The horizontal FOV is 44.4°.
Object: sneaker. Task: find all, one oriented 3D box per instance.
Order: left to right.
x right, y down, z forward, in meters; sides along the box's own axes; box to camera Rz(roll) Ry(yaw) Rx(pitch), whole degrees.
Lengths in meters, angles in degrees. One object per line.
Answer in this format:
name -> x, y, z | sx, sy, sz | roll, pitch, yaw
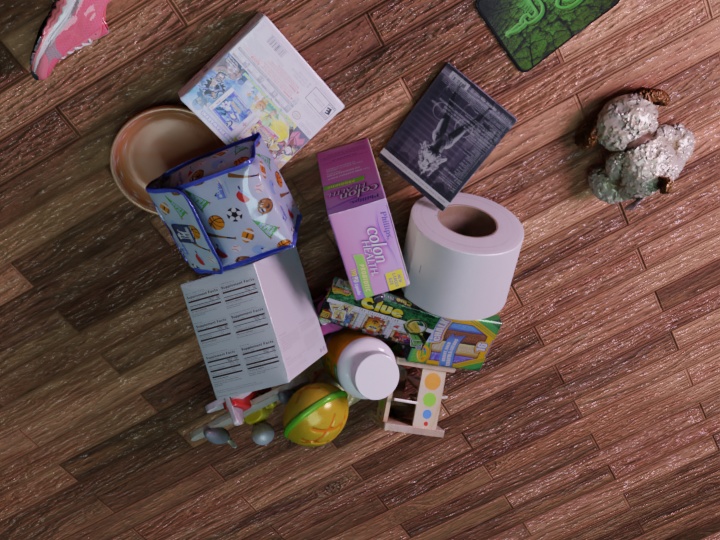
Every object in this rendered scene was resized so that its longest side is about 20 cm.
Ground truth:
sneaker -> -0.417, -0.351, 1.290 | 0.086, 0.074, 0.201 | 25, 117, -26

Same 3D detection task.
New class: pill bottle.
pill bottle -> 0.001, 0.170, 1.618 | 0.110, 0.200, 0.112 | -2, 99, -17

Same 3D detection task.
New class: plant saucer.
plant saucer -> -0.308, -0.182, 1.451 | 0.198, 0.038, 0.202 | -4, 126, -6

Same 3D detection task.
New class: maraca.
maraca -> -0.082, 0.269, 1.623 | 0.136, 0.108, 0.200 | -28, 163, -12

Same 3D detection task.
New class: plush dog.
plush dog -> 0.469, -0.217, 1.512 | 0.199, 0.161, 0.173 | -31, 101, 13

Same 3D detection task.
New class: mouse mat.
mouse mat -> 0.300, -0.429, 1.404 | 0.199, 0.008, 0.161 | -37, 123, 14

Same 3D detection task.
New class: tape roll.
tape roll -> 0.174, -0.028, 1.543 | 0.200, 0.203, 0.140 | 3, 125, -12

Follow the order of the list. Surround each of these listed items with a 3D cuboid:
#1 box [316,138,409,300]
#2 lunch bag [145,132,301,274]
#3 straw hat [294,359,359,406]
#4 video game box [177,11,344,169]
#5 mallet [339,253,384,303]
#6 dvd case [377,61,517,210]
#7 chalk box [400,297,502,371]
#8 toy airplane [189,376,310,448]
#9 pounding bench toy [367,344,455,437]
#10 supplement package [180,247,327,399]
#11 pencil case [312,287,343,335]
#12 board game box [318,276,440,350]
box -> 0.002, -0.087, 1.472 | 0.096, 0.201, 0.177 | -16, 127, 2
lunch bag -> -0.218, -0.094, 1.391 | 0.198, 0.124, 0.171 | -16, 120, 15
straw hat -> -0.050, 0.234, 1.759 | 0.199, 0.085, 0.203 | -5, 126, -7
video game box -> -0.154, -0.269, 1.393 | 0.182, 0.047, 0.200 | -43, 122, 3
mallet -> 0.000, 0.000, 1.534 | 0.065, 0.201, 0.042 | -7, 121, -1
dvd case -> 0.143, -0.221, 1.477 | 0.148, 0.016, 0.200 | 39, 113, 0
chalk box -> 0.144, 0.095, 1.672 | 0.198, 0.125, 0.125 | 10, 123, -18
toy airplane -> -0.207, 0.266, 1.668 | 0.199, 0.198, 0.142 | -26, 90, 53
pounding bench toy -> 0.091, 0.225, 1.764 | 0.123, 0.200, 0.158 | 10, 91, -15
supplement package -> -0.176, 0.084, 1.507 | 0.146, 0.191, 0.202 | -15, 95, 19
pencil case -> -0.124, 0.106, 1.654 | 0.198, 0.094, 0.091 | -24, 124, 10
board game box -> 0.033, 0.078, 1.558 | 0.198, 0.024, 0.105 | 17, 134, -8
